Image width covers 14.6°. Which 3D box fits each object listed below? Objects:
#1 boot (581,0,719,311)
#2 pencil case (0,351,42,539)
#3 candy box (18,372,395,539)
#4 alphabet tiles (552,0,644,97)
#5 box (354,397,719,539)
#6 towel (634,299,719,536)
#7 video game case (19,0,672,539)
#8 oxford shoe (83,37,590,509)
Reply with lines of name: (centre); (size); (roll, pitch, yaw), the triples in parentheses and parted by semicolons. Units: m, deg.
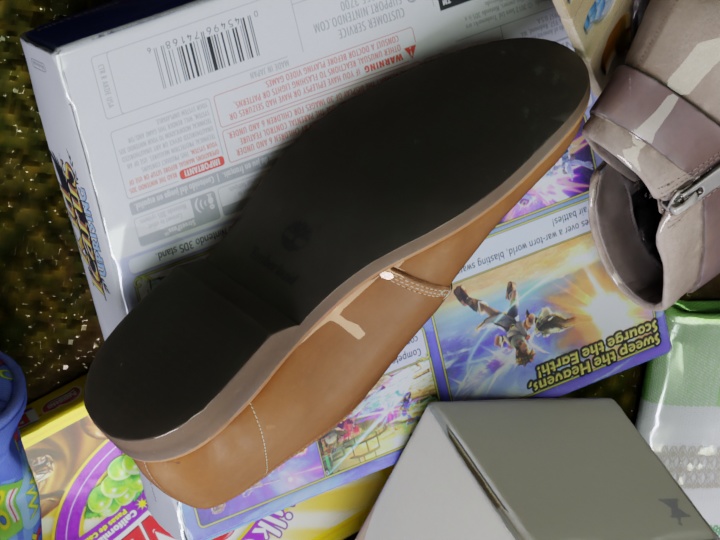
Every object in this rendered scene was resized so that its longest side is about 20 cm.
boot: (0.146, -0.041, 1.001); (0.146, 0.070, 0.200); (-46, 136, -15)
pencil case: (-0.138, 0.128, 0.956); (0.078, 0.087, 0.201); (-6, 110, 4)
candy box: (-0.087, 0.087, 1.020); (0.199, 0.026, 0.103); (-28, 117, -8)
alphabet tiles: (0.105, -0.153, 0.925); (0.167, 0.006, 0.200); (-62, 158, -11)
box: (0.036, 0.145, 1.018); (0.095, 0.078, 0.200); (2, 129, -37)
towel: (0.172, 0.107, 1.123); (0.148, 0.031, 0.201); (-2, 111, -20)
video game case: (0.000, -0.025, 0.977); (0.199, 0.045, 0.182); (-20, 110, -19)
oxford shoe: (0.000, 0.000, 0.931); (0.200, 0.071, 0.071); (-40, 137, -6)
